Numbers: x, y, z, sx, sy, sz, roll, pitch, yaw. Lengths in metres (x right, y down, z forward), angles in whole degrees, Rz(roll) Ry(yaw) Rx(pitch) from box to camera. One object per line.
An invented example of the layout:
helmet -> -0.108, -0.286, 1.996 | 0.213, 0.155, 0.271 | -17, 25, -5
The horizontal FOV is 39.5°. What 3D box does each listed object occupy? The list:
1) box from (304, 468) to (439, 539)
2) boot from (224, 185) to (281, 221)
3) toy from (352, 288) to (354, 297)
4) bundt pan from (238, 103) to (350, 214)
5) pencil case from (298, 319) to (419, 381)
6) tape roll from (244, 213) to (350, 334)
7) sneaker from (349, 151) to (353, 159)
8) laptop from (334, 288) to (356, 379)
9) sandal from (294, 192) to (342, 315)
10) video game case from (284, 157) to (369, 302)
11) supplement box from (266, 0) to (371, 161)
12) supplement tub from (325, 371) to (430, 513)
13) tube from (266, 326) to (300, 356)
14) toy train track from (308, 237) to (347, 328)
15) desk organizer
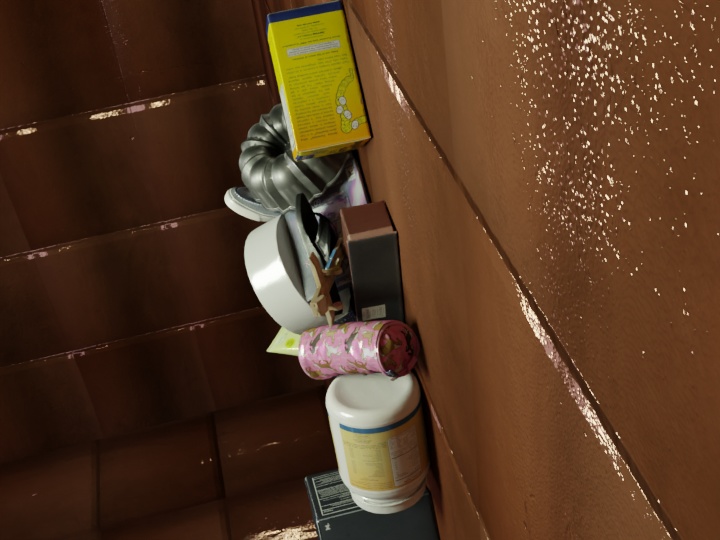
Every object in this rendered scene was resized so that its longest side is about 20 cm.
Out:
box -> 0.017, 0.430, 1.764 | 0.198, 0.200, 0.123 | -131, 29, -78
boot -> -0.128, -0.131, 1.722 | 0.090, 0.200, 0.073 | -58, 37, 33
toy -> 0.000, 0.000, 1.739 | 0.115, 0.047, 0.200 | 79, 175, -47
bundt pan -> -0.116, -0.196, 1.626 | 0.076, 0.202, 0.202 | 42, -157, -47
pencil case -> -0.007, 0.118, 1.464 | 0.200, 0.083, 0.087 | -6, 84, 49
tape roll -> -0.102, 0.004, 1.674 | 0.202, 0.071, 0.203 | 45, -151, -34
sneaker -> -0.048, -0.104, 1.656 | 0.077, 0.111, 0.200 | -164, 62, -83
laptop -> -0.051, 0.081, 1.859 | 0.200, 0.103, 0.177 | -57, 31, 28
sandal -> -0.053, -0.029, 1.543 | 0.075, 0.048, 0.201 | 28, -137, -71
video game case -> -0.044, -0.065, 1.597 | 0.019, 0.143, 0.200 | 32, -141, -61
supplement box -> -0.063, -0.271, 1.451 | 0.109, 0.109, 0.200 | 179, 79, -84
supplement tub -> 0.030, 0.258, 1.543 | 0.145, 0.144, 0.200 | -114, 12, -59
tube -> -0.066, 0.131, 1.758 | 0.058, 0.200, 0.052 | -5, -78, -60
toy train track -> -0.035, 0.006, 1.468 | 0.200, 0.032, 0.115 | -71, -32, -59
desk organizer -> 0.018, 0.001, 1.477 | 0.077, 0.072, 0.200 | -106, 7, -47
